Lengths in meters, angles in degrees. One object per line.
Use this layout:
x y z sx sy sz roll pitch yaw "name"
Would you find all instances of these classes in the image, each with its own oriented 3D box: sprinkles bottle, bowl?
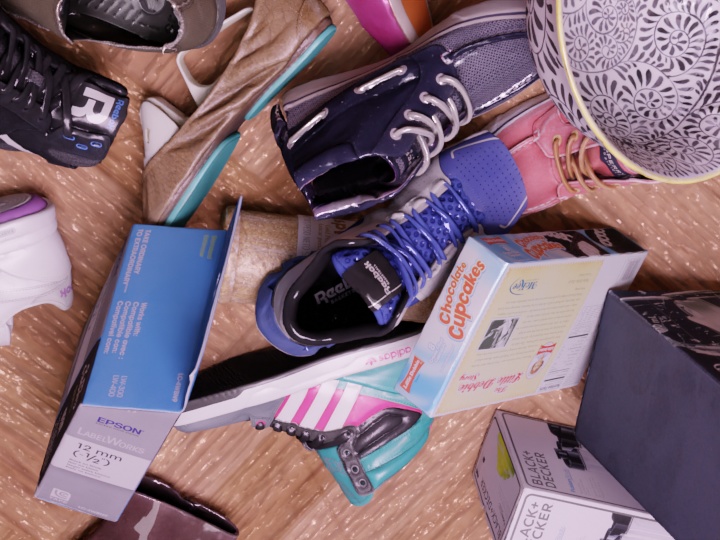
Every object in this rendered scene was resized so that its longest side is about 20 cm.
0.000 0.000 1.084 0.198 0.068 0.069 6 113 -8 "sprinkles bottle"
0.164 -0.156 0.945 0.199 0.094 0.203 -5 98 -34 "bowl"

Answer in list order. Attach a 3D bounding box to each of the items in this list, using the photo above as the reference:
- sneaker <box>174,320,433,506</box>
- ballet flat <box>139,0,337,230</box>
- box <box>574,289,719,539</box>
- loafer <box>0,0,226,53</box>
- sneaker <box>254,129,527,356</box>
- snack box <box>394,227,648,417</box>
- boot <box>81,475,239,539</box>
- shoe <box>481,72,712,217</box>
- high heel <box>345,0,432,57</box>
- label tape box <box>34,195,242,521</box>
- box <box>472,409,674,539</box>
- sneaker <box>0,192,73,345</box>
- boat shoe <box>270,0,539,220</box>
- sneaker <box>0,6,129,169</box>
-0.034 0.114 1.127 0.198 0.084 0.122 -15 105 0 "sneaker"
-0.100 -0.110 1.035 0.072 0.068 0.200 40 105 1 "ballet flat"
0.283 0.106 1.062 0.195 0.200 0.125 -1 114 -23 "box"
-0.183 -0.185 0.975 0.198 0.070 0.076 15 112 1 "loafer"
0.026 -0.006 0.995 0.199 0.115 0.081 -34 98 -4 "sneaker"
0.113 0.031 1.057 0.037 0.199 0.117 36 112 29 "snack box"
-0.136 0.261 1.182 0.199 0.072 0.167 33 109 -14 "boot"
0.151 -0.082 1.050 0.199 0.091 0.072 -31 113 8 "shoe"
-0.028 -0.198 1.006 0.095 0.068 0.200 -17 127 27 "high heel"
-0.144 0.051 1.009 0.066 0.144 0.200 19 142 -11 "label tape box"
0.191 0.175 1.153 0.198 0.117 0.061 14 112 -10 "box"
-0.290 0.021 1.061 0.198 0.075 0.100 -17 113 2 "sneaker"
0.042 -0.095 0.979 0.199 0.093 0.075 -23 130 11 "boat shoe"
-0.197 -0.119 0.948 0.111 0.200 0.074 15 77 4 "sneaker"
